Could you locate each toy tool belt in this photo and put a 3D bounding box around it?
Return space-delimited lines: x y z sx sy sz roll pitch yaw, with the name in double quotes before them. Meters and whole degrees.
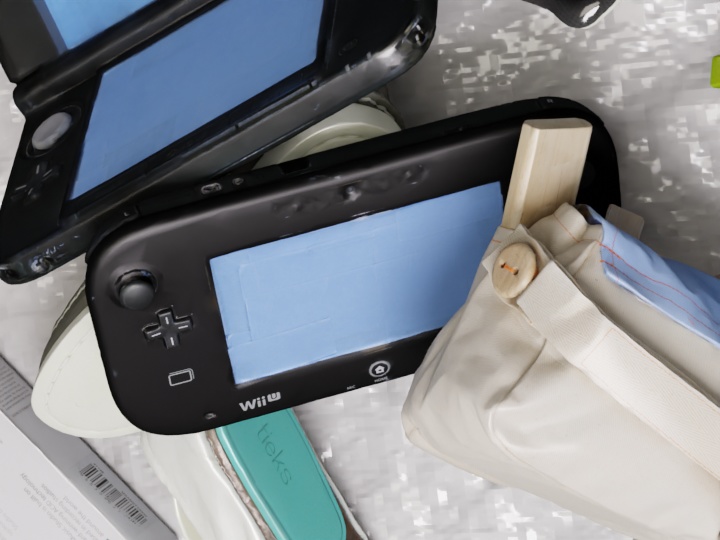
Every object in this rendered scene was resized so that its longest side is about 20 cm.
"toy tool belt" 0.117 0.034 0.962 0.125 0.199 0.124 7 74 59

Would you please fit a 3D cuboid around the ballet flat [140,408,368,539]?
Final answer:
"ballet flat" -0.024 0.127 1.073 0.069 0.069 0.201 -23 103 23

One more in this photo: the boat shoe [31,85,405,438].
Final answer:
"boat shoe" -0.058 -0.009 1.055 0.072 0.060 0.202 26 125 -34

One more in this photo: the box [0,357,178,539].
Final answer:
"box" -0.189 0.132 1.150 0.144 0.036 0.200 45 112 6

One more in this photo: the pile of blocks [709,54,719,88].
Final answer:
"pile of blocks" 0.163 -0.029 0.945 0.082 0.062 0.201 -18 94 -14

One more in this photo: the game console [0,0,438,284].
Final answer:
"game console" -0.078 -0.119 1.011 0.199 0.176 0.116 -28 120 24

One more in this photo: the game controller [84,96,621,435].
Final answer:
"game controller" 0.000 0.000 0.993 0.199 0.042 0.105 -15 123 -6

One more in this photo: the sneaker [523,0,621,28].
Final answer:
"sneaker" 0.006 -0.140 0.909 0.199 0.088 0.076 14 140 -6
